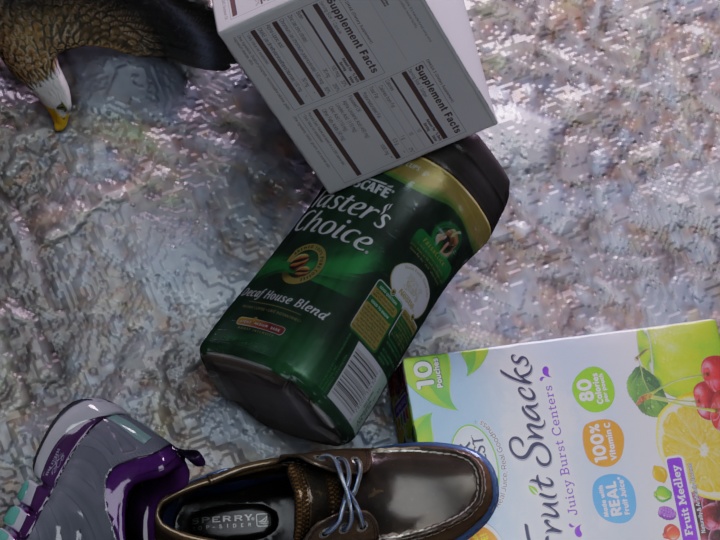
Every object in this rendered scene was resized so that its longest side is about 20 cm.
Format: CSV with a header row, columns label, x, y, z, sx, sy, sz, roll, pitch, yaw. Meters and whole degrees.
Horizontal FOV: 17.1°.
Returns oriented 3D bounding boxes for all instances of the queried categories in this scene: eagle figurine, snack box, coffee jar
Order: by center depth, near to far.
label,x,y,z,sx,sy,sz,roll,pitch,yaw
coffee jar,0.000,0.000,1.406,0.200,0.104,0.085,-55,130,-22
eagle figurine,-0.178,-0.151,1.414,0.199,0.151,0.152,-20,67,-6
snack box,0.128,0.113,1.423,0.199,0.053,0.143,-6,72,-13

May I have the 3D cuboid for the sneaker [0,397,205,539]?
label,x,y,z,sx,sy,sz,roll,pitch,yaw
sneaker,-0.161,0.171,1.304,0.087,0.074,0.200,22,85,31

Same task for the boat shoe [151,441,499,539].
label,x,y,z,sx,sy,sz,roll,pitch,yaw
boat shoe,-0.021,0.136,1.345,0.199,0.072,0.072,-12,73,4

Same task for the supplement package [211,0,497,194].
label,x,y,z,sx,sy,sz,roll,pitch,yaw
supplement package,-0.014,-0.179,1.388,0.111,0.156,0.200,-22,49,13
